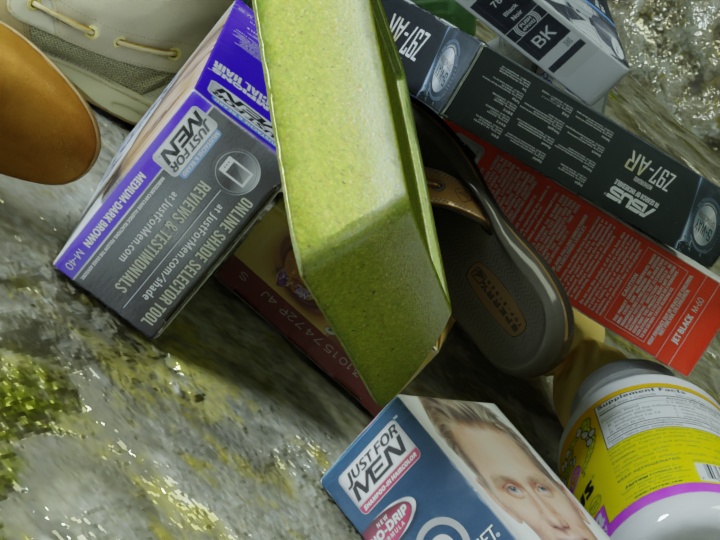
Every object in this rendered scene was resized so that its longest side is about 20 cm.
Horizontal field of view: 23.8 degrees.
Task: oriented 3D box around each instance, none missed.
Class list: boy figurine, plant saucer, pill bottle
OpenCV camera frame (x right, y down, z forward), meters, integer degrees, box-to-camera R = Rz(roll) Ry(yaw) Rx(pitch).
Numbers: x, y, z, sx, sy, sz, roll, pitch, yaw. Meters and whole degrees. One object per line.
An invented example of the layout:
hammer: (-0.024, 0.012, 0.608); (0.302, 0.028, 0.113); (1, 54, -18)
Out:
boy figurine: (0.114, 0.034, 1.124); (0.200, 0.064, 0.124); (49, 18, 21)
plant saucer: (-0.001, -0.060, 0.789); (0.200, 0.048, 0.200); (63, 16, -67)
pill bottle: (0.165, 0.124, 0.939); (0.104, 0.104, 0.200); (36, 17, -15)

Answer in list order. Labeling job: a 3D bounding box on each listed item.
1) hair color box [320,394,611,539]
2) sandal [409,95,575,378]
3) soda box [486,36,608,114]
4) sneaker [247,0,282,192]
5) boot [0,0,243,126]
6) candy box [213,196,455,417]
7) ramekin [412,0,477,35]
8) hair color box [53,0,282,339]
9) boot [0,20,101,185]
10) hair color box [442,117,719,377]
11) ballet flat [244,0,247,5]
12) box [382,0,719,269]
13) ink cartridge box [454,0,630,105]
hair color box: (0.081, 0.148, 0.771); (0.200, 0.061, 0.100); (49, 18, 26)
sandal: (0.032, -0.021, 0.908); (0.055, 0.082, 0.200); (-20, 69, -47)
soda box: (0.073, -0.100, 1.151); (0.068, 0.200, 0.064); (32, 60, -27)
sneaker: (-0.039, -0.158, 1.070); (0.073, 0.200, 0.112); (13, 19, -7)
boot: (-0.144, -0.180, 0.934); (0.200, 0.155, 0.073); (30, 21, -33)
candy box: (0.000, 0.000, 0.974); (0.117, 0.056, 0.200); (41, 18, -1)
ramekin: (0.018, -0.260, 1.289); (0.200, 0.097, 0.200); (168, -90, -87)
hair color box: (-0.080, -0.057, 0.848); (0.065, 0.109, 0.200); (37, 17, -13)
boot: (-0.208, -0.073, 0.702); (0.201, 0.071, 0.144); (34, 24, -13)
hair color box: (0.125, -0.017, 1.035); (0.200, 0.064, 0.111); (33, 7, 5)
ballet flat: (-0.082, -0.216, 1.101); (0.065, 0.200, 0.071); (17, -25, 4)
box: (0.101, -0.084, 0.963); (0.200, 0.044, 0.160); (27, 9, -28)
ink cartridge box: (0.071, -0.185, 0.997); (0.200, 0.039, 0.100); (32, 31, -27)
